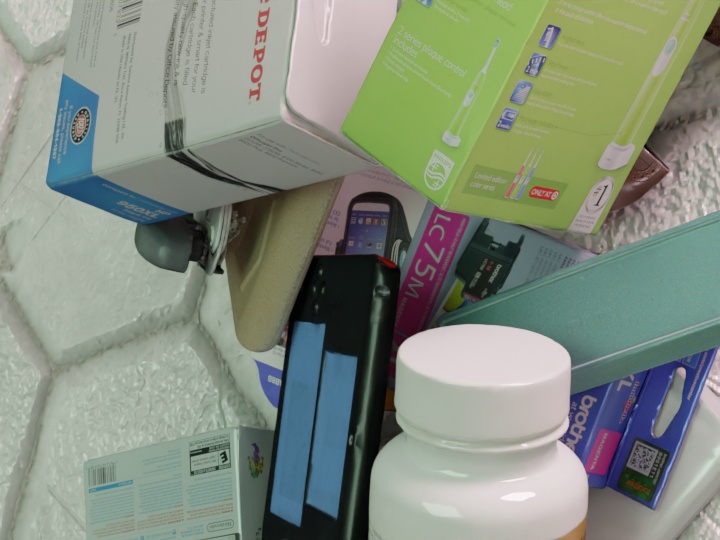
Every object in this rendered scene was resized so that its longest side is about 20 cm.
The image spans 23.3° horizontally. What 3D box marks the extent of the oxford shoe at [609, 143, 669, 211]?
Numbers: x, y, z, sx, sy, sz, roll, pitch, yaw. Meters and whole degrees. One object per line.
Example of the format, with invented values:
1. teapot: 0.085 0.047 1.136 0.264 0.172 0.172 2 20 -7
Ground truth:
1. oxford shoe: 0.122 -0.126 1.019 0.073 0.071 0.201 -26 74 23

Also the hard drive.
1. hard drive: 0.117 0.126 0.995 0.200 0.026 0.132 -53 54 20

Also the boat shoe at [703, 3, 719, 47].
1. boat shoe: 0.166 -0.200 0.988 0.071 0.070 0.200 -55 52 21

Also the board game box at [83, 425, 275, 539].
1. board game box: -0.107 0.214 1.143 0.147 0.064 0.201 -16 71 38

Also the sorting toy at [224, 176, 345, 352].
1. sorting toy: -0.046 -0.072 1.108 0.200 0.036 0.186 -112 40 -57

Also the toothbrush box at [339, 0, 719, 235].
1. toothbrush box: 0.101 -0.129 0.894 0.086 0.145 0.201 40 112 34

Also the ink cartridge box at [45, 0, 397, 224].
1. ink cartridge box: -0.079 -0.119 1.002 0.199 0.084 0.145 -11 66 41

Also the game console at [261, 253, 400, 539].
1. game console: -0.020 0.091 1.005 0.177 0.031 0.201 179 98 -78

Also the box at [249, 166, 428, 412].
1. box: 0.000 0.000 1.110 0.119 0.041 0.201 19 97 40

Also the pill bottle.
1. pill bottle: 0.061 0.137 0.911 0.114 0.114 0.201 17 113 40

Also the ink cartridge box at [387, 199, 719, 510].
1. ink cartridge box: 0.099 0.042 0.983 0.200 0.042 0.120 25 95 37

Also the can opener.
1. can opener: -0.120 -0.040 1.149 0.200 0.066 0.053 -142 64 -73

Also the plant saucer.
1. plant saucer: 0.124 0.025 0.931 0.200 0.019 0.070 -23 66 33
